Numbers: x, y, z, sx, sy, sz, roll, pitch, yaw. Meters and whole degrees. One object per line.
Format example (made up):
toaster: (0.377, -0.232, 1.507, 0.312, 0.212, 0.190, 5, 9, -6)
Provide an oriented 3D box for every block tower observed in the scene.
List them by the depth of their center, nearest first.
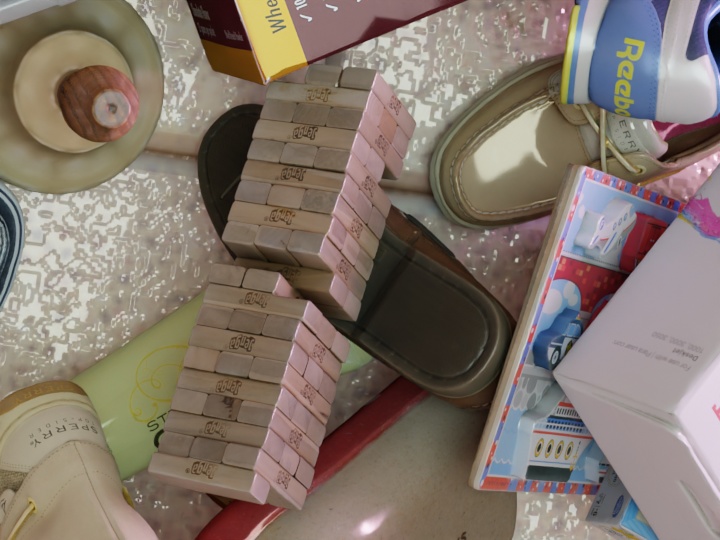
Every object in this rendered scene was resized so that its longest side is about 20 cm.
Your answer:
block tower: (-0.033, 0.010, 1.281, 0.054, 0.058, 0.201, 8, 69, 27)

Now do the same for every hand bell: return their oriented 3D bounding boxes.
hand bell: (-0.122, -0.078, 1.268, 0.104, 0.200, 0.105, -1, 96, -13)

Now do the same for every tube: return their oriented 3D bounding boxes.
tube: (-0.096, 0.058, 1.369, 0.199, 0.052, 0.058, -30, 137, -11)

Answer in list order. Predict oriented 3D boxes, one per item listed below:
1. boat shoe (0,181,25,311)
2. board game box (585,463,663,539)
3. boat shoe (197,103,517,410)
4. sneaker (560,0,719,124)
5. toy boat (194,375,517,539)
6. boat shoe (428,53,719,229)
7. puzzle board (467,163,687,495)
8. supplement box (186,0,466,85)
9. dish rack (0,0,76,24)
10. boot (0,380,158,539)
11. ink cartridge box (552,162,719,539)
boat shoe: (-0.220, 0.043, 1.315, 0.071, 0.091, 0.201, 38, 87, -14)
board game box: (0.209, 0.065, 1.418, 0.134, 0.034, 0.201, 31, 76, -22)
boat shoe: (0.000, 0.000, 1.345, 0.072, 0.068, 0.200, -47, 61, 5)
sneaker: (0.165, -0.133, 1.354, 0.200, 0.082, 0.074, -53, 152, -39)
toy boat: (-0.022, 0.117, 1.360, 0.200, 0.130, 0.131, -37, 138, -40)
boat shoe: (0.129, -0.076, 1.394, 0.199, 0.069, 0.074, -26, 102, -9)
puzzle board: (0.115, 0.034, 1.355, 0.017, 0.200, 0.151, 18, 92, 25)
supplement box: (0.000, -0.214, 1.315, 0.199, 0.133, 0.198, -22, 101, -10)
dish rack: (-0.187, -0.173, 1.228, 0.199, 0.044, 0.172, -21, 141, -16)
boot: (-0.117, 0.170, 1.292, 0.073, 0.156, 0.201, -13, 131, -23)
ink cartridge box: (0.199, 0.030, 1.325, 0.200, 0.084, 0.145, -50, 130, -19)
